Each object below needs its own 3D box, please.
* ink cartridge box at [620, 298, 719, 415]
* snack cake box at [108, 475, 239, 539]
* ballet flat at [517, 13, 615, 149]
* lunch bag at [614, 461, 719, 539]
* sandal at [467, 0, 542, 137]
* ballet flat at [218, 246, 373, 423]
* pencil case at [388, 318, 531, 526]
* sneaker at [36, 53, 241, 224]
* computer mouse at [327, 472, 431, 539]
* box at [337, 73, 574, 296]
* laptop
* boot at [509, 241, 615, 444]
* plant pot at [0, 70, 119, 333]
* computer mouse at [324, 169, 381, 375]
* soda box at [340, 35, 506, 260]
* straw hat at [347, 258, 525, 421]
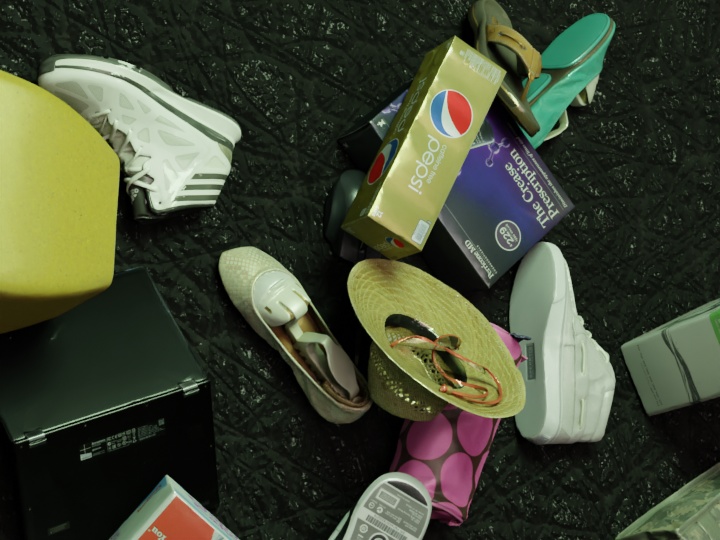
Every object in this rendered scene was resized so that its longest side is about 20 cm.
[{"bbox_3d":[0.384,0.071,1.712,0.145,0.200,0.085,-22,87,-31],"label":"ink cartridge box"},{"bbox_3d":[-0.129,0.287,1.438,0.200,0.067,0.115,44,85,-13],"label":"snack cake box"},{"bbox_3d":[0.205,-0.188,1.758,0.200,0.067,0.071,-45,126,-28],"label":"ballet flat"},{"bbox_3d":[0.386,0.291,1.715,0.199,0.117,0.165,-30,94,-36],"label":"lunch bag"},{"bbox_3d":[0.153,-0.214,1.679,0.082,0.054,0.201,44,26,-31],"label":"sandal"},{"bbox_3d":[-0.053,0.053,1.555,0.067,0.062,0.201,-43,100,-29],"label":"ballet flat"},{"bbox_3d":[0.093,0.145,1.604,0.093,0.090,0.201,36,66,-31],"label":"pencil case"},{"bbox_3d":[-0.204,-0.111,1.500,0.199,0.075,0.116,22,67,-26],"label":"sneaker"},{"bbox_3d":[-0.004,0.273,1.522,0.109,0.044,0.201,33,87,-13],"label":"computer mouse"},{"bbox_3d":[0.096,-0.096,1.659,0.141,0.079,0.201,-41,100,-24],"label":"box"},{"bbox_3d":[-0.236,0.127,1.469,0.186,0.116,0.202,-16,116,-30],"label":"laptop"},{"bbox_3d":[0.207,0.075,1.696,0.095,0.073,0.202,6,84,-34],"label":"boot"},{"bbox_3d":[-0.307,-0.044,1.364,0.199,0.194,0.197,13,69,-31],"label":"plant pot"},{"bbox_3d":[0.000,0.000,1.612,0.058,0.034,0.202,2,79,-29],"label":"computer mouse"},{"bbox_3d":[0.059,-0.114,1.564,0.064,0.068,0.201,32,71,-16],"label":"soda box"},{"bbox_3d":[0.049,0.089,1.535,0.200,0.085,0.202,27,28,-16],"label":"straw hat"}]
